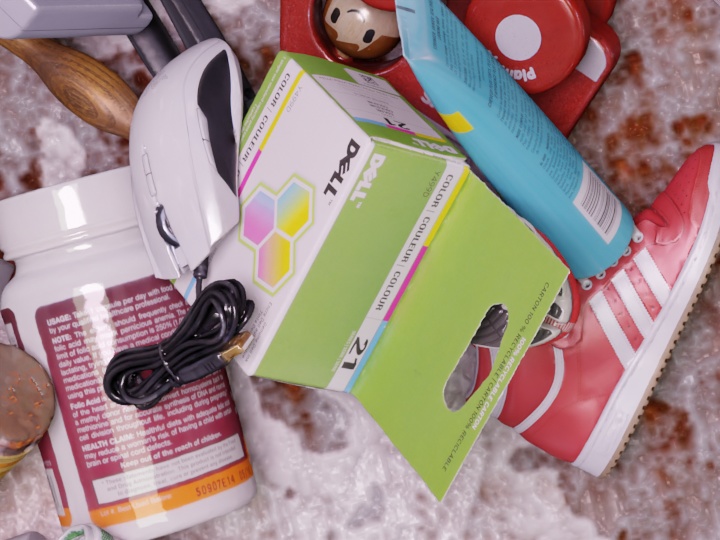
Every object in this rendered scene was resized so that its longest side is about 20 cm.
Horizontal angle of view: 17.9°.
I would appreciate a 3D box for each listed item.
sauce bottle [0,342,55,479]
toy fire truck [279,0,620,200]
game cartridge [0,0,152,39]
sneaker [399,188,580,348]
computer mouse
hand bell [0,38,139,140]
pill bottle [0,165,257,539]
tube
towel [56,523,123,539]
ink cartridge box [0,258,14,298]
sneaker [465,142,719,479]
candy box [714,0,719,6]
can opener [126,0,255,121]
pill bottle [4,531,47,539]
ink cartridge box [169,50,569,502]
[{"bbox_3d":[-0.239,0.110,1.286,0.066,0.066,0.200,50,137,1],"label":"sauce bottle"},{"bbox_3d":[0.039,-0.127,1.273,0.200,0.112,0.168,32,116,2],"label":"toy fire truck"},{"bbox_3d":[-0.210,-0.208,1.255,0.042,0.133,0.200,-45,73,31],"label":"game cartridge"},{"bbox_3d":[0.056,-0.008,1.243,0.200,0.085,0.077,25,100,48],"label":"sneaker"},{"bbox_3d":[-0.099,-0.034,1.212,0.044,0.110,0.200,15,61,-34],"label":"computer mouse"},{"bbox_3d":[-0.197,-0.133,1.280,0.200,0.104,0.104,37,96,8],"label":"hand bell"},{"bbox_3d":[-0.136,0.047,1.290,0.114,0.114,0.200,-15,92,7],"label":"pill bottle"},{"bbox_3d":[0.074,-0.073,1.187,0.050,0.078,0.200,-30,129,16],"label":"tube"},{"bbox_3d":[-0.137,0.233,1.282,0.149,0.031,0.200,-43,131,8],"label":"towel"},{"bbox_3d":[-0.309,-0.009,1.288,0.200,0.145,0.085,25,89,4],"label":"ink cartridge box"},{"bbox_3d":[0.128,0.006,1.282,0.112,0.071,0.200,24,98,1],"label":"sneaker"},{"bbox_3d":[0.229,-0.260,1.255,0.200,0.072,0.168,-43,89,6],"label":"candy box"},{"bbox_3d":[-0.090,-0.105,1.304,0.063,0.079,0.200,-25,81,15],"label":"can opener"},{"bbox_3d":[-0.265,0.222,1.315,0.200,0.112,0.112,-20,91,7],"label":"pill bottle"},{"bbox_3d":[0.000,0.000,1.179,0.076,0.200,0.148,13,113,-39],"label":"ink cartridge box"}]
